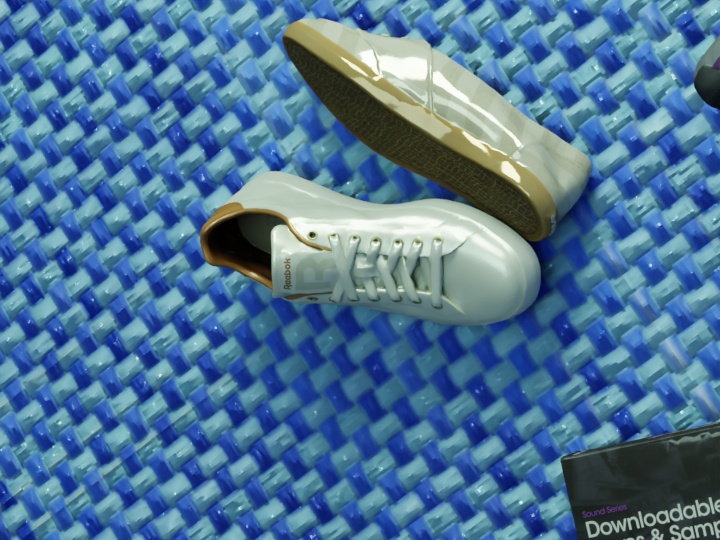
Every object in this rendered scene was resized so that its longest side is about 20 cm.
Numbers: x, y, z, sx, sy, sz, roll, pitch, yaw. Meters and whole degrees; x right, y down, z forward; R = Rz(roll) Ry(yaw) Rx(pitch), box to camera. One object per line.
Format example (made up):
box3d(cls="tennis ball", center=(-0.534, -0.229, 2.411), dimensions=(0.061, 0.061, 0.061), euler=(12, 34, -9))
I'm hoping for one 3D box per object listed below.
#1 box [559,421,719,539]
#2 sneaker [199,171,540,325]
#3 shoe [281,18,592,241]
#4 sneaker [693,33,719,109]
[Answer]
box3d(cls="box", center=(0.197, 0.182, 1.261), dimensions=(0.143, 0.036, 0.200), euler=(-15, 84, 25))
box3d(cls="sneaker", center=(0.000, 0.000, 1.315), dimensions=(0.200, 0.085, 0.073), euler=(11, 117, 28))
box3d(cls="shoe", center=(0.042, -0.088, 1.319), dimensions=(0.200, 0.070, 0.053), euler=(36, 69, 20))
box3d(cls="sneaker", center=(0.240, -0.172, 1.217), dimensions=(0.200, 0.074, 0.088), euler=(-41, 64, 10))
